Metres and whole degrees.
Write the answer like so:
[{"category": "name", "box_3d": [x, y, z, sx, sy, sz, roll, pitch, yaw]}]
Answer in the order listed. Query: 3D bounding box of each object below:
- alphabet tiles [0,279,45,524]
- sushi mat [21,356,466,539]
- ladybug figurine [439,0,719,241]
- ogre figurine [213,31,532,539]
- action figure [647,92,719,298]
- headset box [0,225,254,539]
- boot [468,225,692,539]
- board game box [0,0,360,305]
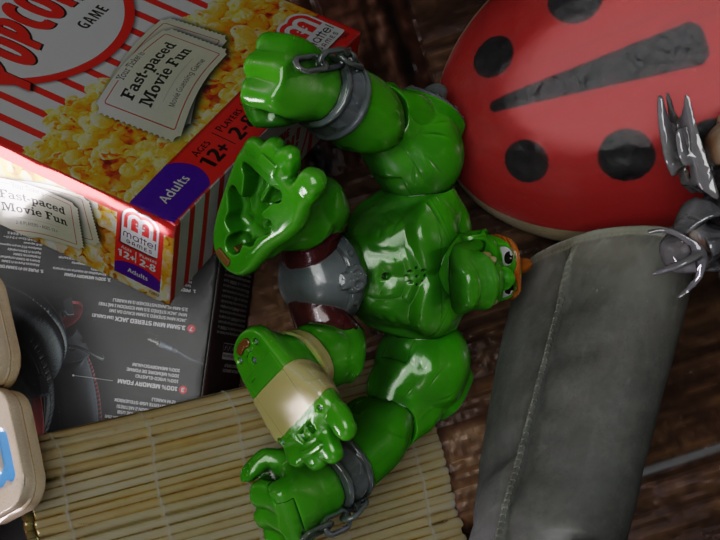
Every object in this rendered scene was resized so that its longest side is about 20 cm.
[{"category": "alphabet tiles", "box_3d": [-0.200, 0.081, 1.072, 0.200, 0.015, 0.196, -31, 66, 39]}, {"category": "sushi mat", "box_3d": [-0.046, 0.096, 1.069, 0.200, 0.012, 0.096, -12, 86, -34]}, {"category": "ladybug figurine", "box_3d": [0.120, -0.082, 1.085, 0.200, 0.072, 0.136, -21, 83, 9]}, {"category": "ogre figurine", "box_3d": [0.000, 0.000, 1.053, 0.098, 0.120, 0.200, -14, 93, 43]}, {"category": "action figure", "box_3d": [0.199, -0.042, 1.025, 0.200, 0.069, 0.130, -25, 110, -15]}, {"category": "headset box", "box_3d": [-0.132, 0.059, 1.121, 0.148, 0.075, 0.201, 6, 87, 11]}, {"category": "boot", "box_3d": [0.099, 0.074, 1.011, 0.182, 0.073, 0.200, -9, 45, 48]}, {"category": "board game box", "box_3d": [-0.124, -0.082, 1.087, 0.200, 0.152, 0.046, 24, 134, 17]}]
